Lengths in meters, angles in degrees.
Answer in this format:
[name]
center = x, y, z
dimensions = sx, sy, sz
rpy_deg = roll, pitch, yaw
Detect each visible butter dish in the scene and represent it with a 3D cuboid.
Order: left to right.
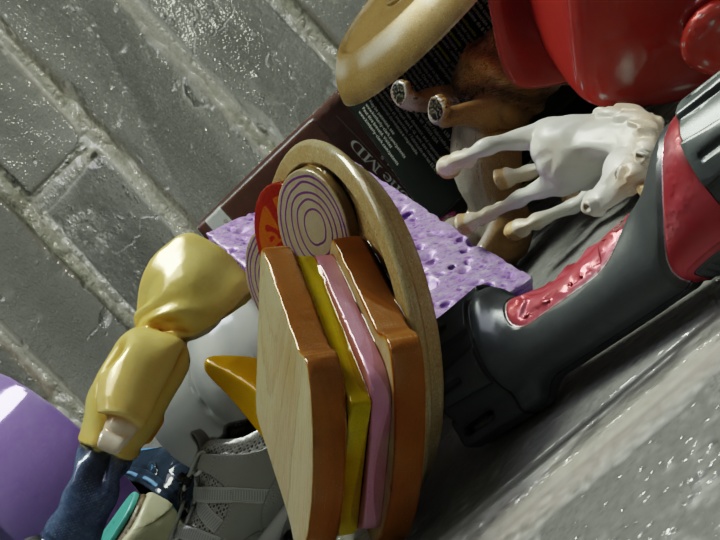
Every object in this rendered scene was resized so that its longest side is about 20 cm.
[butter dish]
center = 0.171, -0.159, 0.709
dimensions = 0.198, 0.201, 0.148
rpy_deg = -14, 45, 2

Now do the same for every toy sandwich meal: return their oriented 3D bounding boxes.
[toy sandwich meal]
center = -0.025, 0.039, 0.628
dimensions = 0.070, 0.207, 0.205
rpy_deg = -10, -8, -23

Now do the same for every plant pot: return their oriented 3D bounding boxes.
[plant pot]
center = 0.047, -0.194, 0.899
dimensions = 0.200, 0.027, 0.200
rpy_deg = -44, 17, 17

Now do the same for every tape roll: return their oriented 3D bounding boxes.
[tape roll]
center = -0.236, 0.173, 0.967
dimensions = 0.085, 0.200, 0.200
rpy_deg = -47, 7, -29

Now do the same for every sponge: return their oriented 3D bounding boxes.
[sponge]
center = 0.000, 0.000, 0.779
dimensions = 0.111, 0.030, 0.200
rpy_deg = -26, 34, -19

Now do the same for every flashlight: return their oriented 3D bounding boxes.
[flashlight]
center = 0.101, -0.004, 0.564
dimensions = 0.200, 0.068, 0.068
rpy_deg = -38, 9, 38

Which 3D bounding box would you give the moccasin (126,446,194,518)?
[moccasin]
center = -0.189, 0.185, 1.119
dimensions = 0.068, 0.081, 0.200
rpy_deg = -33, -3, -39

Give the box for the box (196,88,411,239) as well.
[box]
center = 0.000, -0.062, 1.175
dimensions = 0.164, 0.166, 0.200
rpy_deg = -39, 8, 34

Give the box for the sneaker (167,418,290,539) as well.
[sneaker]
center = -0.075, 0.126, 0.762
dimensions = 0.200, 0.082, 0.075
rpy_deg = -45, 6, 1

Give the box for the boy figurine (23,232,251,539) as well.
[boy figurine]
center = -0.124, 0.077, 0.764
dimensions = 0.124, 0.064, 0.201
rpy_deg = 114, -178, -79

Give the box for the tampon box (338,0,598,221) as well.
[tampon box]
center = 0.116, -0.145, 0.980
dimensions = 0.200, 0.127, 0.150
rpy_deg = -41, -15, 25

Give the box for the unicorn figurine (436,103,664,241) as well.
[unicorn figurine]
center = 0.117, -0.056, 0.733
dimensions = 0.137, 0.074, 0.200
rpy_deg = -20, 9, 29

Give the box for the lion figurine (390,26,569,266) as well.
[lion figurine]
center = 0.082, -0.066, 0.864
dimensions = 0.122, 0.202, 0.072
rpy_deg = -8, 20, -38

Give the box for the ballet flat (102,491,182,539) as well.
[ballet flat]
center = -0.172, 0.227, 0.824
dimensions = 0.200, 0.069, 0.069
rpy_deg = -49, 6, 3

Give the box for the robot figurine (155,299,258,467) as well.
[robot figurine]
center = -0.075, 0.068, 0.896
dimensions = 0.112, 0.171, 0.200
rpy_deg = -7, -16, -29
